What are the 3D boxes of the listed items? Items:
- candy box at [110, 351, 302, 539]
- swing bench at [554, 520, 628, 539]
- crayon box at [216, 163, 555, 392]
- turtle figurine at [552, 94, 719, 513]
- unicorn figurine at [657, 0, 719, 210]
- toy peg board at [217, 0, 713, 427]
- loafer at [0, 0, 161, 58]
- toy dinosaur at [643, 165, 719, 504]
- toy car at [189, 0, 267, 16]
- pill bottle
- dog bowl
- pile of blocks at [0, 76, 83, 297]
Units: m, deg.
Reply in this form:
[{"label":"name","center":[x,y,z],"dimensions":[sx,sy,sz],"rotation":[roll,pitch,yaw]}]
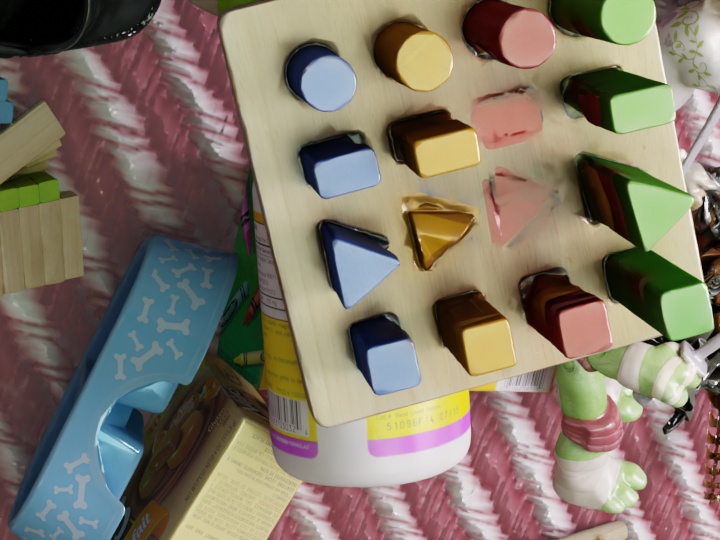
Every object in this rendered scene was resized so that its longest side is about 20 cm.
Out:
[{"label":"candy box","center":[-0.110,0.155,1.023],"dimensions":[0.055,0.115,0.201],"rotation":[28,96,-24]},{"label":"swing bench","center":[0.093,0.280,1.128],"dimensions":[0.199,0.130,0.200],"rotation":[-5,109,-17]},{"label":"crayon box","center":[0.027,0.004,1.039],"dimensions":[0.199,0.058,0.120],"rotation":[3,106,-29]},{"label":"turtle figurine","center":[0.156,0.029,0.979],"dimensions":[0.199,0.144,0.195],"rotation":[-23,138,-16]},{"label":"unicorn figurine","center":[0.164,-0.097,1.046],"dimensions":[0.137,0.074,0.200],"rotation":[41,117,-16]},{"label":"toy peg board","center":[0.057,-0.039,0.816],"dimensions":[0.198,0.098,0.201],"rotation":[-15,103,-7]},{"label":"loafer","center":[-0.156,-0.131,0.889],"dimensions":[0.200,0.070,0.068],"rotation":[-8,129,-61]},{"label":"toy dinosaur","center":[0.218,0.041,1.115],"dimensions":[0.135,0.102,0.201],"rotation":[-13,84,-36]},{"label":"toy car","center":[-0.011,-0.222,0.885],"dimensions":[0.157,0.165,0.201],"rotation":[-3,122,-18]},{"label":"pill bottle","center":[0.000,0.000,0.919],"dimensions":[0.104,0.104,0.202],"rotation":[-7,102,-17]},{"label":"dog bowl","center":[-0.132,0.070,0.995],"dimensions":[0.049,0.112,0.201],"rotation":[25,98,-11]},{"label":"pile of blocks","center":[-0.210,-0.077,0.947],"dimensions":[0.082,0.062,0.201],"rotation":[-37,124,-18]}]
